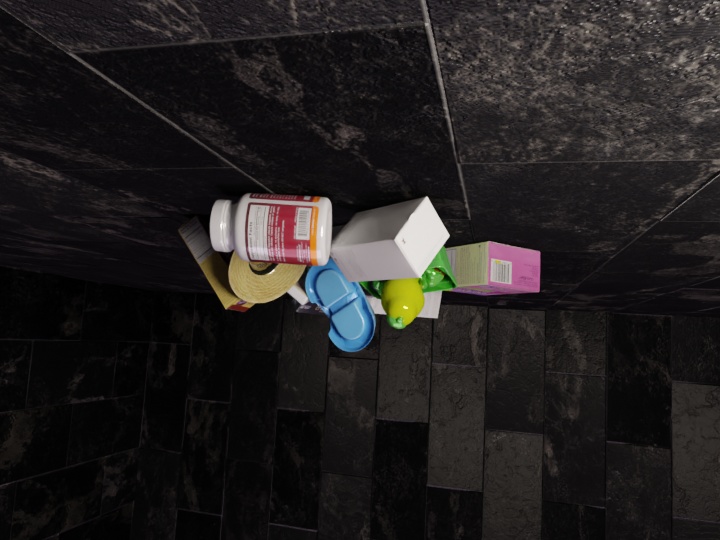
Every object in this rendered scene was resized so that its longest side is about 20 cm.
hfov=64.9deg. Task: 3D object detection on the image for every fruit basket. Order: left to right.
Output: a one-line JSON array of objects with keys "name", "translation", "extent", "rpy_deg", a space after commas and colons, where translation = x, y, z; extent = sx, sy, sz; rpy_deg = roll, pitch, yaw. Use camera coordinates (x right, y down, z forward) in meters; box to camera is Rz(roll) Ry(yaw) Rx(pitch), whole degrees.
[{"name": "fruit basket", "translation": [0.099, 0.036, 1.206], "extent": [0.208, 0.224, 0.155], "rpy_deg": [0, 160, 25]}]

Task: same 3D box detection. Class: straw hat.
[{"name": "straw hat", "translation": [-0.198, -0.044, 1.155], "extent": [0.197, 0.206, 0.085], "rpy_deg": [10, -157, -47]}]

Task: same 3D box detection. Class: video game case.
[{"name": "video game case", "translation": [-0.178, -0.005, 1.298], "extent": [0.199, 0.023, 0.182], "rpy_deg": [41, -170, 4]}]

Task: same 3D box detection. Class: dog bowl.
[{"name": "dog bowl", "translation": [-0.037, 0.070, 1.206], "extent": [0.110, 0.204, 0.049], "rpy_deg": [-31, 176, 20]}]

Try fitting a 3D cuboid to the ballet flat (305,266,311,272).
[{"name": "ballet flat", "translation": [-0.079, -0.002, 1.363], "extent": [0.196, 0.071, 0.068], "rpy_deg": [28, 159, 22]}]

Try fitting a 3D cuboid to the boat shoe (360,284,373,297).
[{"name": "boat shoe", "translation": [0.000, 0.000, 1.414], "extent": [0.061, 0.073, 0.200], "rpy_deg": [54, 178, -34]}]

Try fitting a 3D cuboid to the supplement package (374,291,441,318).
[{"name": "supplement package", "translation": [0.128, 0.051, 1.635], "extent": [0.192, 0.124, 0.122], "rpy_deg": [4, -160, -8]}]

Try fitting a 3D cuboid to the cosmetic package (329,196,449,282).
[{"name": "cosmetic package", "translation": [0.042, -0.049, 0.974], "extent": [0.197, 0.108, 0.086], "rpy_deg": [-2, 130, 53]}]

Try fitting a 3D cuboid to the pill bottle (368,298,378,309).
[{"name": "pill bottle", "translation": [-0.028, 0.072, 1.601], "extent": [0.110, 0.119, 0.199], "rpy_deg": [5, 173, -17]}]

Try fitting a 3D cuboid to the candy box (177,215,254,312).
[{"name": "candy box", "translation": [-0.302, -0.011, 1.221], "extent": [0.056, 0.203, 0.117], "rpy_deg": [-33, 170, 2]}]

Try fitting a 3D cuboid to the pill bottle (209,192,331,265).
[{"name": "pill bottle", "translation": [-0.148, -0.071, 0.960], "extent": [0.192, 0.118, 0.113], "rpy_deg": [4, 173, 3]}]

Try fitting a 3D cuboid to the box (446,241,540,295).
[{"name": "box", "translation": [0.302, 0.000, 1.371], "extent": [0.171, 0.101, 0.198], "rpy_deg": [7, 173, -31]}]

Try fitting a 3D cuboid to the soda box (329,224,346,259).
[{"name": "soda box", "translation": [-0.061, -0.054, 1.239], "extent": [0.062, 0.071, 0.196], "rpy_deg": [10, 171, -42]}]

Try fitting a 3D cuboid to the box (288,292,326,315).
[{"name": "box", "translation": [-0.123, 0.022, 1.449], "extent": [0.156, 0.203, 0.044], "rpy_deg": [9, 130, -41]}]
